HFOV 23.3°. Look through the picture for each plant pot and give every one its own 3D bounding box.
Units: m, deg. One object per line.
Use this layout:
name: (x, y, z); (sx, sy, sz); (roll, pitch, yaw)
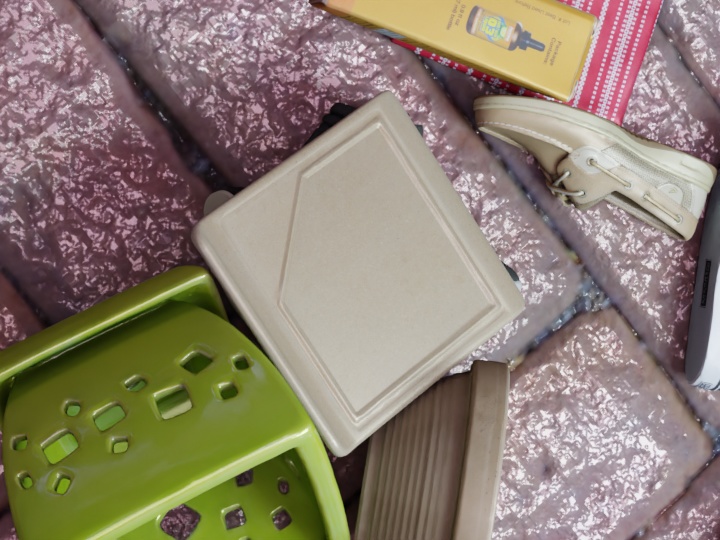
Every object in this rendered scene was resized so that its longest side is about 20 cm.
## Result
plant pot: (-0.137, 0.125, 1.169); (0.199, 0.200, 0.182); (-26, 57, -9)
plant pot: (0.046, 0.159, 1.227); (0.092, 0.201, 0.203); (8, 91, 1)

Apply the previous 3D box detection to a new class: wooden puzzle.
wooden puzzle: (0.000, 0.000, 1.202); (0.200, 0.037, 0.186); (-37, 98, -29)

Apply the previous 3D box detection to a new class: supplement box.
supplement box: (0.067, -0.186, 1.256); (0.198, 0.069, 0.067); (20, 92, -12)

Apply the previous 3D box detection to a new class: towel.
towel: (0.130, -0.205, 1.312); (0.198, 0.022, 0.146); (20, 89, -12)

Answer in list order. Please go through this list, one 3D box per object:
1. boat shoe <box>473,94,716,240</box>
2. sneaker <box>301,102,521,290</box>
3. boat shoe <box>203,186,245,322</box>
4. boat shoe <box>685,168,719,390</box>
boat shoe: (0.171, -0.078, 1.300); (0.198, 0.071, 0.065); (19, 88, -13)
sneaker: (0.043, -0.055, 1.274); (0.199, 0.071, 0.100); (25, 92, -7)
boat shoe: (-0.044, 0.024, 1.267); (0.063, 0.074, 0.202); (-34, 92, -37)
boat shoe: (0.299, -0.005, 1.327); (0.067, 0.074, 0.202); (8, 91, -7)
